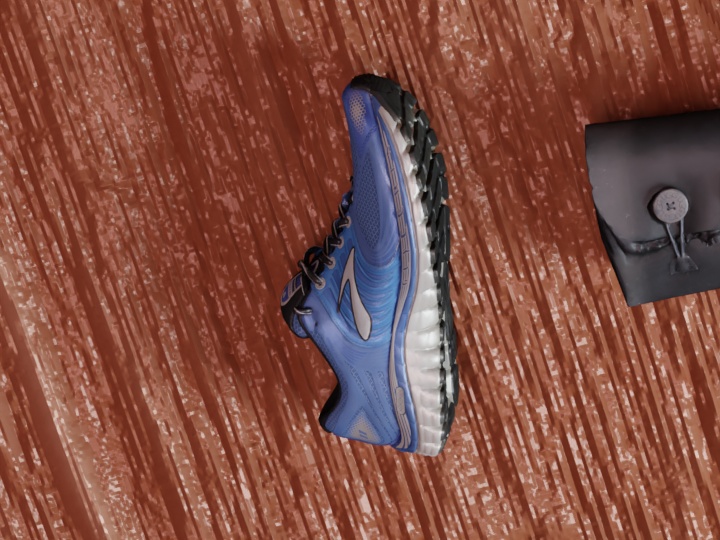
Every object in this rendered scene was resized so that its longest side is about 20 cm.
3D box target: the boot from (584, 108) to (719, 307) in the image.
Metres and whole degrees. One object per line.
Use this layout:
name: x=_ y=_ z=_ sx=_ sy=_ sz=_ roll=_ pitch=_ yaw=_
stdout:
boot: x=0.205 y=-0.078 z=1.338 sx=0.199 sy=0.066 sz=0.166 roll=-9 pitch=104 yaw=19

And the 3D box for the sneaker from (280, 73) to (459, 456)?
sneaker: x=0.000 y=0.000 z=1.392 sx=0.089 sy=0.079 sz=0.201 roll=0 pitch=108 yaw=9
